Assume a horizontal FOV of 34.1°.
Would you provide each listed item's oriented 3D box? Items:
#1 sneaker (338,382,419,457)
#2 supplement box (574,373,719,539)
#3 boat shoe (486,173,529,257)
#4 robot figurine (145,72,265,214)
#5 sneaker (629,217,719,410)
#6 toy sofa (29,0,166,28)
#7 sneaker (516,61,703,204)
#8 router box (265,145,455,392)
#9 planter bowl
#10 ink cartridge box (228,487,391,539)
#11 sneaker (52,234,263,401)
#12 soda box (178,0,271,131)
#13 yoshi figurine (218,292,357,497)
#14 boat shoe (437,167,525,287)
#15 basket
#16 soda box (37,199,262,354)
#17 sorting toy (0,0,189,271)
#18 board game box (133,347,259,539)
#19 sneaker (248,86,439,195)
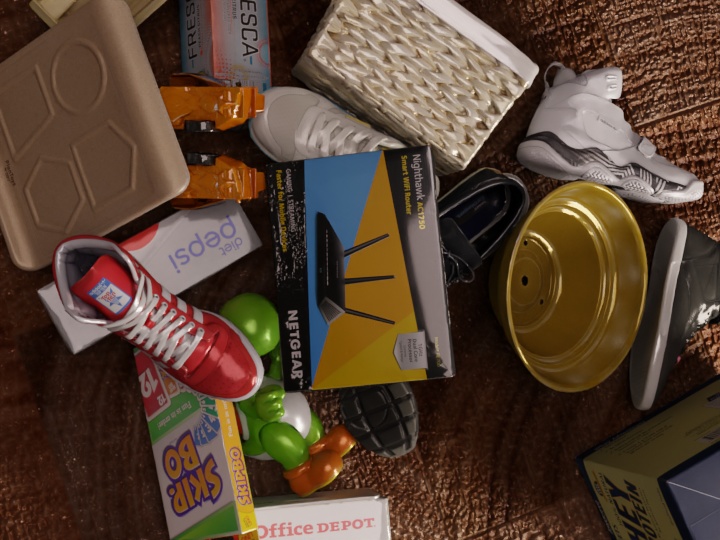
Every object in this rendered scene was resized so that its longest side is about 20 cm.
[{"bbox_3d":[0.003,0.081,1.112,0.075,0.079,0.201,-23,102,17],"label":"sneaker"},{"bbox_3d":[0.352,0.203,1.128,0.199,0.200,0.135,-26,93,-13],"label":"supplement box"},{"bbox_3d":[0.086,-0.031,1.148,0.201,0.065,0.075,-29,94,-14],"label":"boat shoe"},{"bbox_3d":[-0.181,-0.114,1.050,0.199,0.058,0.146,5,98,27],"label":"robot figurine"},{"bbox_3d":[0.340,0.054,1.198,0.099,0.071,0.201,17,79,-7],"label":"sneaker"},{"bbox_3d":[-0.194,-0.282,1.046,0.200,0.098,0.083,-34,115,26],"label":"toy sofa"},{"bbox_3d":[0.263,-0.139,1.189,0.199,0.075,0.116,14,87,-9],"label":"sneaker"},{"bbox_3d":[0.000,0.000,1.026,0.148,0.051,0.201,-6,84,7],"label":"router box"},{"bbox_3d":[0.185,0.013,1.144,0.199,0.083,0.202,-5,97,-38],"label":"planter bowl"},{"bbox_3d":[-0.045,0.310,1.090,0.145,0.084,0.201,-3,88,-12],"label":"ink cartridge box"},{"bbox_3d":[-0.172,0.041,0.972,0.200,0.112,0.071,36,88,7],"label":"sneaker"},{"bbox_3d":[-0.128,-0.234,1.100,0.063,0.068,0.201,-1,87,-35],"label":"soda box"},{"bbox_3d":[-0.080,0.101,1.088,0.200,0.112,0.112,48,63,-4],"label":"yoshi figurine"},{"bbox_3d":[0.076,-0.022,1.080,0.200,0.062,0.075,-42,112,-16],"label":"boat shoe"},{"bbox_3d":[0.044,-0.192,1.114,0.200,0.136,0.124,35,84,-9],"label":"basket"},{"bbox_3d":[-0.194,-0.001,1.082,0.199,0.063,0.069,-30,93,-13],"label":"soda box"},{"bbox_3d":[-0.254,-0.118,1.037,0.199,0.036,0.186,-23,84,26],"label":"sorting toy"},{"bbox_3d":[-0.147,0.157,1.051,0.030,0.095,0.201,-8,82,-52],"label":"board game box"},{"bbox_3d":[-0.012,-0.114,1.094,0.199,0.081,0.077,24,83,-31],"label":"sneaker"}]
